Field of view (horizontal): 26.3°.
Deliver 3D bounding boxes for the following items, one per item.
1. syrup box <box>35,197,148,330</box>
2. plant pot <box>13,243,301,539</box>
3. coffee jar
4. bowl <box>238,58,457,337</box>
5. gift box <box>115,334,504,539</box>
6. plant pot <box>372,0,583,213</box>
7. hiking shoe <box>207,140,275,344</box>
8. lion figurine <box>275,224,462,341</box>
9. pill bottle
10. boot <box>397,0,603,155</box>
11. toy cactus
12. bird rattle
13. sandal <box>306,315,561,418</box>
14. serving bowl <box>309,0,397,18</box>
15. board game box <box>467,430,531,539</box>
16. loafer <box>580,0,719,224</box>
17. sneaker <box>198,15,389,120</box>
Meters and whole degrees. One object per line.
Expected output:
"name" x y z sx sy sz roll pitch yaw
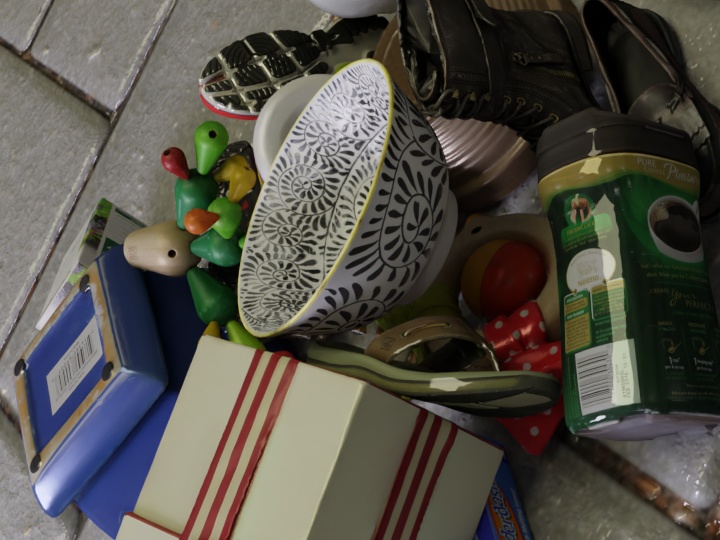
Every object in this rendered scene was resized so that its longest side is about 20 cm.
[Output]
"syrup box" -0.244 0.009 1.471 0.082 0.079 0.200 -55 13 14
"plant pot" -0.176 0.108 1.303 0.200 0.179 0.200 -48 38 23
"coffee jar" 0.168 0.002 0.958 0.085 0.104 0.201 -21 67 46
"bowl" 0.004 -0.033 1.049 0.201 0.094 0.201 -47 29 37
"gift box" -0.041 0.166 1.025 0.200 0.184 0.187 9 75 48
"plant pot" 0.072 -0.154 1.212 0.201 0.093 0.201 -30 48 40
"hiking shoe" -0.078 -0.017 1.322 0.076 0.101 0.201 -26 51 24
"lion figurine" 0.000 0.000 1.229 0.200 0.072 0.123 -6 67 52
"pill bottle" -0.030 -0.084 1.229 0.200 0.104 0.105 97 -168 -83
"boot" 0.099 -0.109 1.055 0.069 0.174 0.201 -31 70 39
"toy cactus" -0.125 -0.012 1.211 0.165 0.201 0.102 -1 25 41
"bird rattle" 0.092 0.026 1.084 0.200 0.113 0.163 7 60 50
"sandal" 0.040 0.055 0.996 0.201 0.080 0.058 10 83 45
"serving bowl" 0.046 -0.261 1.273 0.200 0.066 0.200 -28 11 6
"board game box" 0.037 0.230 1.077 0.200 0.045 0.152 -44 41 28
"loafer" 0.196 -0.114 1.054 0.072 0.063 0.200 -44 41 28
"sneaker" -0.051 -0.156 1.308 0.077 0.200 0.085 61 145 17
